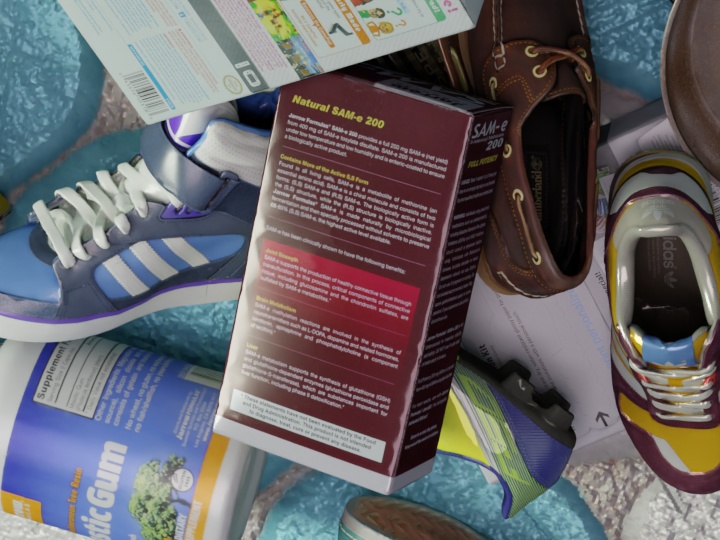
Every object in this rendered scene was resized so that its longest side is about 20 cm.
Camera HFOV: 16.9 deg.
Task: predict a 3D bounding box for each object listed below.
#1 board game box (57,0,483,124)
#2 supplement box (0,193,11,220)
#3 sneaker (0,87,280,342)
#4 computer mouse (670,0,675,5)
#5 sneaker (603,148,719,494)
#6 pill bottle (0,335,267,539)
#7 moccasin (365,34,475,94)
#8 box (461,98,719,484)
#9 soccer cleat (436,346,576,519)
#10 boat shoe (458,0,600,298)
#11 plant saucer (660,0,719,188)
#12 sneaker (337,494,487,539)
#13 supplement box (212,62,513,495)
[{"bbox_3d":[-0.055,-0.165,1.164,0.199,0.064,0.148,-12,129,32],"label":"board game box"},{"bbox_3d":[-0.309,-0.061,1.348,0.103,0.131,0.200,-38,100,20],"label":"supplement box"},{"bbox_3d":[-0.120,-0.046,1.296,0.199,0.081,0.147,-9,134,-21],"label":"sneaker"},{"bbox_3d":[0.216,-0.221,1.221,0.199,0.053,0.139,-25,103,19],"label":"computer mouse"},{"bbox_3d":[0.161,0.043,1.263,0.074,0.090,0.201,-8,115,13],"label":"sneaker"},{"bbox_3d":[-0.157,0.094,1.384,0.199,0.112,0.113,15,113,5],"label":"pill bottle"},{"bbox_3d":[-0.004,-0.154,1.278,0.073,0.078,0.202,-25,103,21],"label":"moccasin"},{"bbox_3d":[0.125,0.011,1.334,0.199,0.041,0.157,-25,103,18],"label":"box"},{"bbox_3d":[0.023,0.061,1.314,0.200,0.065,0.084,34,98,-2],"label":"soccer cleat"},{"bbox_3d":[0.095,-0.087,1.254,0.070,0.070,0.202,-3,88,-24],"label":"boat shoe"},{"bbox_3d":[0.250,-0.117,1.240,0.199,0.032,0.201,-2,123,-3],"label":"plant saucer"},{"bbox_3d":[0.067,0.205,1.403,0.199,0.071,0.080,29,109,-2],"label":"sneaker"},{"bbox_3d":[0.000,0.000,1.237,0.108,0.061,0.201,18,105,22],"label":"supplement box"}]
